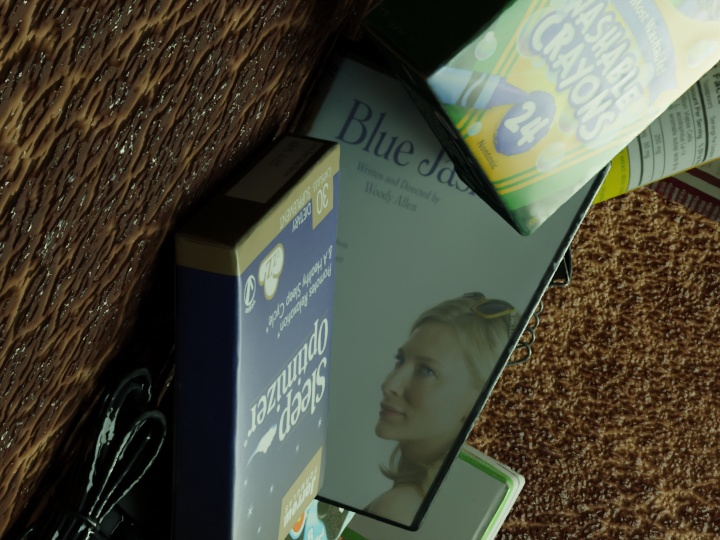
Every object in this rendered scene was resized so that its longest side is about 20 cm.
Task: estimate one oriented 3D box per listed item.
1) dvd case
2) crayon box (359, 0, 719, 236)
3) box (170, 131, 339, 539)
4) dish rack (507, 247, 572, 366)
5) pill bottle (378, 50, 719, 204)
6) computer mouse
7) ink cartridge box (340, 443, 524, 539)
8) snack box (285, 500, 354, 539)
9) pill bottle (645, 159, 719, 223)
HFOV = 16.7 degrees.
[{"bbox_3d":[0.009,0.011,1.095,0.201,0.142,0.018,-63,-155,14],"label":"dvd case"},{"bbox_3d":[0.107,-0.123,1.011,0.200,0.052,0.126,-43,143,-4],"label":"crayon box"},{"bbox_3d":[-0.045,0.057,1.022,0.121,0.032,0.201,-50,148,-60],"label":"box"},{"bbox_3d":[0.062,-0.022,1.294,0.200,0.054,0.154,-68,145,-59],"label":"dish rack"},{"bbox_3d":[0.116,-0.092,1.154,0.199,0.110,0.109,-20,165,-7],"label":"pill bottle"},{"bbox_3d":[-0.103,0.122,1.034,0.139,0.052,0.200,-61,173,-10],"label":"computer mouse"},{"bbox_3d":[0.021,0.133,1.559,0.084,0.145,0.200,-61,172,-1],"label":"ink cartridge box"},{"bbox_3d":[-0.029,0.097,1.351,0.200,0.037,0.117,-51,145,-51],"label":"snack box"},{"bbox_3d":[0.197,-0.082,1.297,0.110,0.199,0.110,-62,173,-13],"label":"pill bottle"}]
